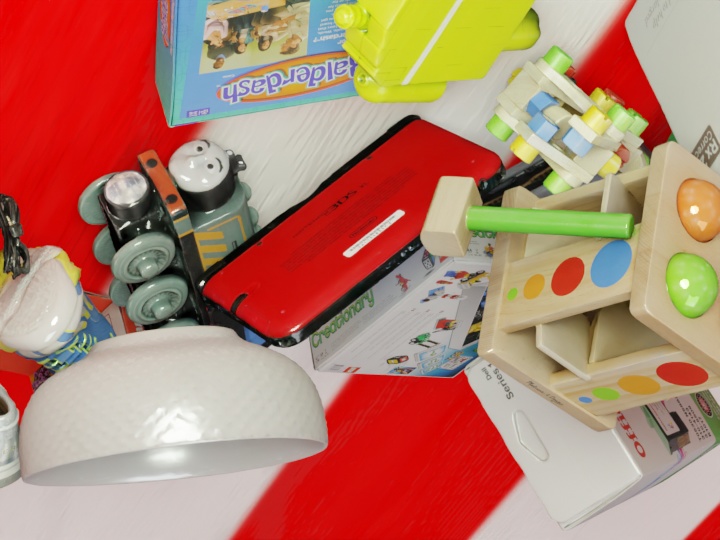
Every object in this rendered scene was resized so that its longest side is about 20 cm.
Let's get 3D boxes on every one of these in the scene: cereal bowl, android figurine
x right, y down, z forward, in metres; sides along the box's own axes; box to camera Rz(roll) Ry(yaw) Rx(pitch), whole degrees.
[{"bbox_3d":[-0.123,0.085,1.561,0.200,0.083,0.200,-8,170,-1],"label":"cereal bowl"},{"bbox_3d":[0.060,-0.173,1.503,0.200,0.041,0.182,-10,140,-51],"label":"android figurine"}]

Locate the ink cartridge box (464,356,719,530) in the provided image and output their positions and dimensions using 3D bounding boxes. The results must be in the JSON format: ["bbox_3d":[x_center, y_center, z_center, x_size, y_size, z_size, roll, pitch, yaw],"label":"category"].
[{"bbox_3d":[0.186,0.101,1.871,0.084,0.145,0.200,-37,169,27],"label":"ink cartridge box"}]

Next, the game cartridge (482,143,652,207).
[{"bbox_3d":[0.134,-0.033,1.814,0.200,0.042,0.133,-30,142,17],"label":"game cartridge"}]

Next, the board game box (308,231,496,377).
[{"bbox_3d":[0.065,0.024,1.781,0.126,0.035,0.200,4,153,-32],"label":"board game box"}]

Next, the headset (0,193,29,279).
[{"bbox_3d":[-0.316,-0.010,1.569,0.200,0.094,0.124,-15,148,-6],"label":"headset"}]

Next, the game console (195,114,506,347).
[{"bbox_3d":[0.000,0.000,1.663,0.200,0.172,0.119,-39,125,-15],"label":"game console"}]

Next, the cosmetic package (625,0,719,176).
[{"bbox_3d":[0.313,-0.158,1.595,0.200,0.165,0.165,-2,144,-24],"label":"cosmetic package"}]

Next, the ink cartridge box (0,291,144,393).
[{"bbox_3d":[-0.182,0.075,1.802,0.200,0.050,0.109,17,134,-43],"label":"ink cartridge box"}]

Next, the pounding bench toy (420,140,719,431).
[{"bbox_3d":[0.156,-0.006,1.536,0.156,0.124,0.200,-17,141,43],"label":"pounding bench toy"}]

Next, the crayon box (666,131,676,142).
[{"bbox_3d":[0.269,-0.053,1.790,0.127,0.051,0.200,-5,135,-33],"label":"crayon box"}]

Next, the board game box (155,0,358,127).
[{"bbox_3d":[-0.047,-0.177,1.499,0.152,0.045,0.200,-10,146,-14],"label":"board game box"}]

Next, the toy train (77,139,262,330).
[{"bbox_3d":[-0.121,-0.014,1.680,0.114,0.085,0.200,-26,147,-10],"label":"toy train"}]

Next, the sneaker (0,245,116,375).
[{"bbox_3d":[-0.194,0.036,1.616,0.105,0.200,0.076,39,88,-19],"label":"sneaker"}]

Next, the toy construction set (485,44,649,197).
[{"bbox_3d":[0.160,-0.078,1.657,0.092,0.131,0.200,-41,138,1],"label":"toy construction set"}]

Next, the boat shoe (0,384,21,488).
[{"bbox_3d":[-0.291,0.066,1.617,0.074,0.202,0.065,-23,139,-34],"label":"boat shoe"}]
